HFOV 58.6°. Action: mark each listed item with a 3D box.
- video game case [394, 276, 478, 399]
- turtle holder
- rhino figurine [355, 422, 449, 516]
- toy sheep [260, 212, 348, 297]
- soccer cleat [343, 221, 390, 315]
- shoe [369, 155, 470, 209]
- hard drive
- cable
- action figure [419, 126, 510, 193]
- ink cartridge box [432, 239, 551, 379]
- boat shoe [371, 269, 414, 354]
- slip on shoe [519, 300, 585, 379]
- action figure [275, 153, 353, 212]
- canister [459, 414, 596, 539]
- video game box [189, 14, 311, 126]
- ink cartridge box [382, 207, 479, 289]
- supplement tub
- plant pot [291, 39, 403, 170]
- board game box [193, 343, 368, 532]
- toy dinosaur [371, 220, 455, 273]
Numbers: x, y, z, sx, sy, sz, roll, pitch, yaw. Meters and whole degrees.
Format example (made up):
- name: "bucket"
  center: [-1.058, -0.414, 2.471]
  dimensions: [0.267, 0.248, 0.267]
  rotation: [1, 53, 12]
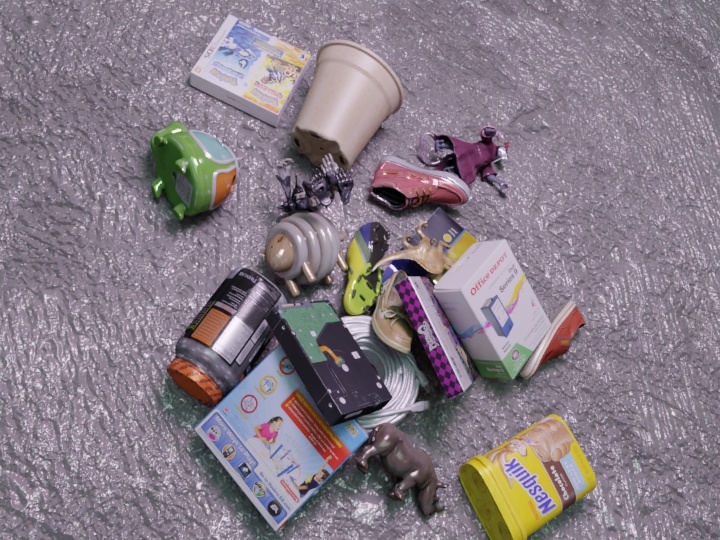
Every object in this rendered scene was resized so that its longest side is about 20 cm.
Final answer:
- name: "video game case"
  center: [0.134, 0.107, 1.097]
  dimensions: [0.035, 0.181, 0.204]
  rotation: [-28, 82, 15]
- name: "turtle holder"
  center: [-0.304, -0.184, 1.156]
  dimensions: [0.130, 0.145, 0.183]
  rotation: [-22, 31, -39]
- name: "rhino figurine"
  center: [0.076, 0.325, 1.030]
  dimensions: [0.200, 0.059, 0.088]
  rotation: [45, 66, -18]
- name: "toy sheep"
  center: [-0.094, -0.037, 1.137]
  dimensions: [0.198, 0.138, 0.139]
  rotation: [-17, 67, -53]
- name: "soccer cleat"
  center: [0.001, 0.000, 1.171]
  dimensions: [0.064, 0.082, 0.204]
  rotation: [40, 48, -31]
- name: "shoe"
  center: [0.116, -0.154, 1.272]
  dimensions: [0.195, 0.072, 0.092]
  rotation: [21, 53, 5]
- name: "hard drive"
  center: [-0.049, 0.137, 0.996]
  dimensions: [0.138, 0.038, 0.202]
  rotation: [-1, 51, -55]
- name: "cable"
  center: [0.003, 0.178, 1.093]
  dimensions: [0.195, 0.070, 0.204]
  rotation: [-17, 70, -21]
- name: "action figure"
  center: [0.239, -0.234, 1.357]
  dimensions: [0.197, 0.138, 0.147]
  rotation: [-20, 28, -36]
- name: "ink cartridge box"
  center: [0.238, 0.069, 1.153]
  dimensions: [0.145, 0.087, 0.203]
  rotation: [-42, 109, -28]
- name: "boat shoe"
  center: [0.064, 0.068, 1.106]
  dimensions: [0.072, 0.064, 0.202]
  rotation: [27, 23, -10]
- name: "slip on shoe"
  center: [0.366, 0.137, 1.214]
  dimensions: [0.061, 0.074, 0.199]
  rotation: [45, 57, 6]
- name: "action figure"
  center: [-0.086, -0.155, 1.145]
  dimensions: [0.116, 0.199, 0.105]
  rotation: [-15, 99, -25]
- name: "canister"
  center: [0.284, 0.350, 1.080]
  dimensions: [0.196, 0.087, 0.151]
  rotation: [-21, 73, -25]
- name: "video game box"
  center: [-0.224, -0.416, 1.325]
  dimensions: [0.196, 0.047, 0.186]
  rotation: [24, 64, -3]
- name: "ink cartridge box"
  center: [0.164, 0.008, 1.233]
  dimensions: [0.197, 0.047, 0.200]
  rotation: [41, 60, 6]
- name: "supplement tub"
  center: [-0.214, 0.107, 1.035]
  dimensions: [0.121, 0.123, 0.202]
  rotation: [33, 62, 2]
- name: "plant pot"
  center: [-0.039, -0.304, 1.254]
  dimensions: [0.197, 0.201, 0.187]
  rotation: [28, 71, 0]
- name: "board game box"
  center: [-0.120, 0.250, 0.992]
  dimensions: [0.195, 0.056, 0.201]
  rotation: [-42, 81, -5]
- name: "toy dinosaur"
  center: [0.111, -0.035, 1.171]
  dimensions: [0.194, 0.059, 0.103]
  rotation: [8, 48, -23]
